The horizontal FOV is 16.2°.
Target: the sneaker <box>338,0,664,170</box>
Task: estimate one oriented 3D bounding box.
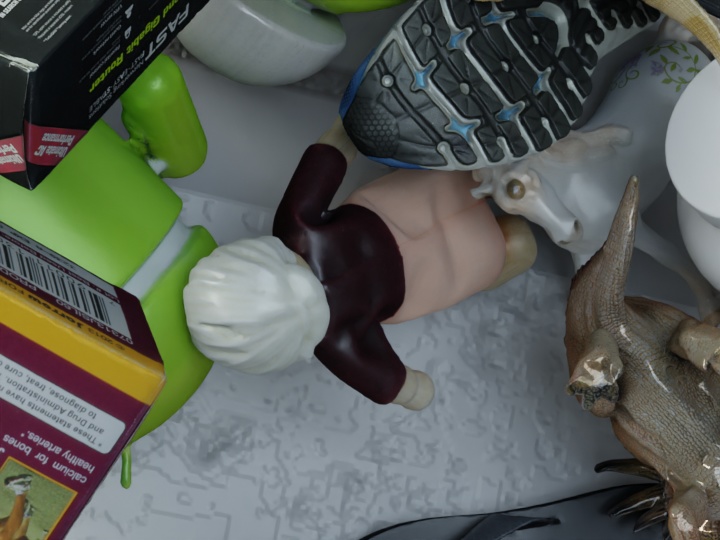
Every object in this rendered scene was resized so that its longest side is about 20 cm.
[{"bbox_3d":[0.052,-0.088,1.053,0.200,0.090,0.079,-37,100,-46],"label":"sneaker"}]

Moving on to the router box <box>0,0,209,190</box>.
[{"bbox_3d":[-0.116,-0.138,0.863,0.149,0.062,0.200,29,54,14],"label":"router box"}]

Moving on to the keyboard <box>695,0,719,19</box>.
[{"bbox_3d":[0.118,-0.162,1.063,0.127,0.200,0.021,29,114,-19],"label":"keyboard"}]

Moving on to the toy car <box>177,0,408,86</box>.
[{"bbox_3d":[-0.044,-0.188,1.028,0.200,0.150,0.175,32,109,-9],"label":"toy car"}]

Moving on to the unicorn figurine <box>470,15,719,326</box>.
[{"bbox_3d":[0.117,-0.039,1.093,0.137,0.074,0.200,48,47,-20],"label":"unicorn figurine"}]

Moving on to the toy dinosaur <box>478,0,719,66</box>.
[{"bbox_3d":[0.068,-0.138,0.954,0.199,0.101,0.058,17,38,-7],"label":"toy dinosaur"}]

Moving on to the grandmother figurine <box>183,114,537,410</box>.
[{"bbox_3d":[0.000,0.000,1.018,0.200,0.060,0.122,-19,83,-55],"label":"grandmother figurine"}]

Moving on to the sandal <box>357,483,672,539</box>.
[{"bbox_3d":[0.060,0.134,1.083,0.199,0.043,0.076,-19,91,-19],"label":"sandal"}]

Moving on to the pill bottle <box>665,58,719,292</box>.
[{"bbox_3d":[0.203,-0.016,1.041,0.200,0.112,0.113,36,72,-49],"label":"pill bottle"}]

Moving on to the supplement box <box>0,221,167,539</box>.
[{"bbox_3d":[-0.170,0.079,0.899,0.110,0.086,0.200,31,100,-20],"label":"supplement box"}]

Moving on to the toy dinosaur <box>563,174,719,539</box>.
[{"bbox_3d":[0.125,0.054,1.045,0.086,0.136,0.201,-30,106,1],"label":"toy dinosaur"}]

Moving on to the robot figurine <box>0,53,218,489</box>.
[{"bbox_3d":[-0.134,-0.011,0.993,0.200,0.116,0.176,46,75,-10],"label":"robot figurine"}]
